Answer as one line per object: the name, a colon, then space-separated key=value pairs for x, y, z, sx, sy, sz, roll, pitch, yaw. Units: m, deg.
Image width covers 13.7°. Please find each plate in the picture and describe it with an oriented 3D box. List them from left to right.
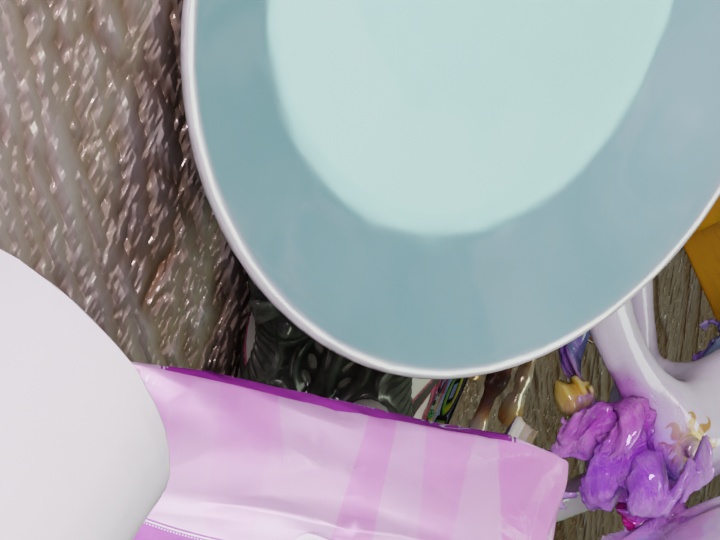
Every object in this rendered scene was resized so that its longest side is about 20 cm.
plate: x=0.033 y=-0.072 z=0.735 sx=0.199 sy=0.026 sz=0.202 roll=-15 pitch=114 yaw=-35

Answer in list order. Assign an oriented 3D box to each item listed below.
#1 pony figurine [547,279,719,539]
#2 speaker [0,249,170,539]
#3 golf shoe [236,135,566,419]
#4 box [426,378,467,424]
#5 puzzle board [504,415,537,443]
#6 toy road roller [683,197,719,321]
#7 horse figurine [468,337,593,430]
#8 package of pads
pony figurine: x=0.105 y=0.053 z=0.970 sx=0.166 sy=0.192 sz=0.201 roll=-147 pitch=-135 yaw=-65
speaker: x=-0.108 y=0.085 z=0.473 sx=0.200 sy=0.081 sz=0.081 roll=-58 pitch=165 yaw=-35
golf shoe: x=0.000 y=0.000 z=0.840 sx=0.088 sy=0.077 sz=0.201 roll=-82 pitch=-168 yaw=-63
box: x=0.010 y=0.030 z=0.975 sx=0.201 sy=0.035 sz=0.110 roll=-67 pitch=168 yaw=1
puzzle board: x=-0.014 y=0.148 z=0.908 sx=0.151 sy=0.017 sz=0.200 roll=-58 pitch=178 yaw=-42
toy road roller: x=0.144 y=-0.055 z=1.048 sx=0.122 sy=0.201 sz=0.146 roll=-27 pitch=177 yaw=31
horse figurine: x=0.064 y=0.005 z=1.120 sx=0.133 sy=0.050 sz=0.200 roll=-66 pitch=170 yaw=19
package of pads: x=-0.029 y=0.128 z=0.675 sx=0.076 sy=0.120 sz=0.201 roll=139 pitch=-39 yaw=-73
